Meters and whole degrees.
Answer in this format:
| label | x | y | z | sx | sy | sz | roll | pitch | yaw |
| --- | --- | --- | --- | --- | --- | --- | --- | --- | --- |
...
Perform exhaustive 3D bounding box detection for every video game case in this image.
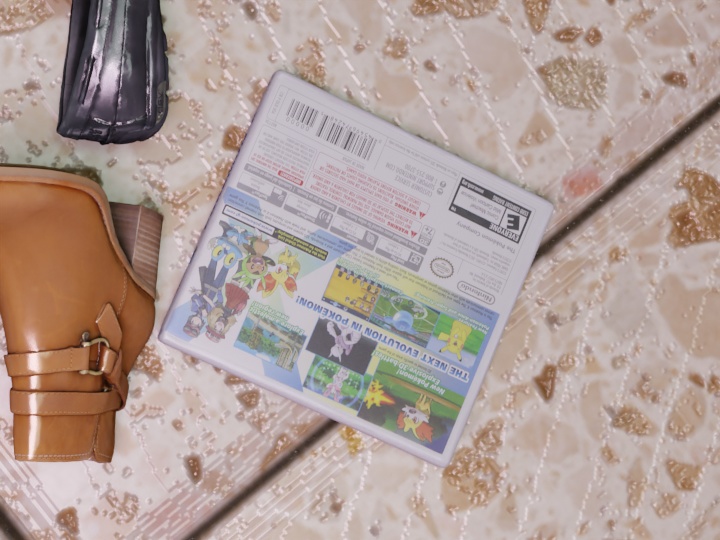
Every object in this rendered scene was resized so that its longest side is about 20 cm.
| label | x | y | z | sx | sy | sz | roll | pitch | yaw |
| --- | --- | --- | --- | --- | --- | --- | --- | --- | --- |
| video game case | 0.000 | 0.000 | 1.019 | 0.199 | 0.022 | 0.183 | 25 | 82 | -12 |

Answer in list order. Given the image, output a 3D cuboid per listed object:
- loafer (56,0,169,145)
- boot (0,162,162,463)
| label | x | y | z | sx | sy | sz | roll | pitch | yaw |
| --- | --- | --- | --- | --- | --- | --- | --- | --- | --- |
| loafer | -0.154 | -0.175 | 0.965 | 0.070 | 0.068 | 0.202 | -3 | 92 | -22 |
| boot | -0.182 | 0.026 | 0.902 | 0.076 | 0.200 | 0.156 | 7 | 82 | 21 |
